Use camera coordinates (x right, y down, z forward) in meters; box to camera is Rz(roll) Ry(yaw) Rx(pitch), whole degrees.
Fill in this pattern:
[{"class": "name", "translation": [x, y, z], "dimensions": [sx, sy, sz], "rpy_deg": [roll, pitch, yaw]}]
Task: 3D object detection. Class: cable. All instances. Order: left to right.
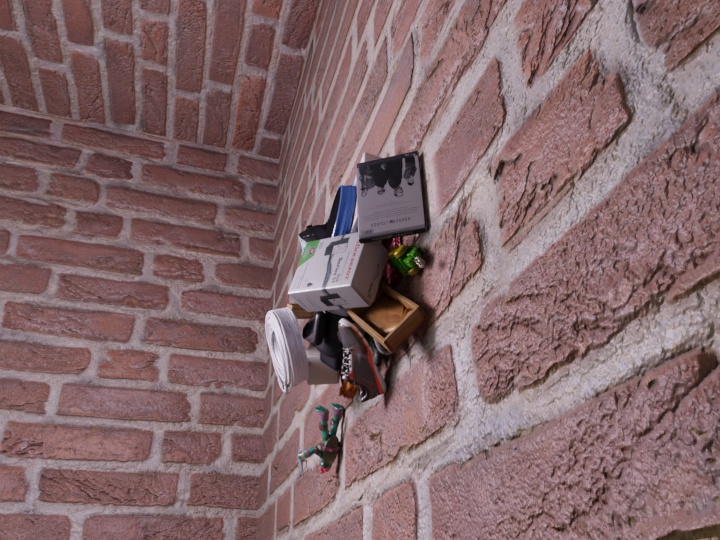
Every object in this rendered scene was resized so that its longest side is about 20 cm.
[{"class": "cable", "translation": [-0.190, 0.198, 1.516], "dimensions": [0.201, 0.067, 0.205], "rpy_deg": [115, 137, -59]}]

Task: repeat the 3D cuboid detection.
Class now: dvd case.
[{"class": "dvd case", "translation": [0.063, -0.160, 1.263], "dimensions": [0.025, 0.145, 0.206], "rpy_deg": [61, -157, -58]}]

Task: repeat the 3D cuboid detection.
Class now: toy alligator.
[{"class": "toy alligator", "translation": [0.107, -0.029, 1.204], "dimensions": [0.054, 0.060, 0.199], "rpy_deg": [-43, 10, -12]}]

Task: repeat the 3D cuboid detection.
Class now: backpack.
[{"class": "backpack", "translation": [-0.080, -0.059, 1.672], "dimensions": [0.199, 0.172, 0.156], "rpy_deg": [-156, 52, -69]}]

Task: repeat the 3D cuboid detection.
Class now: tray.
[{"class": "tray", "translation": [-0.100, 0.111, 1.607], "dimensions": [0.098, 0.193, 0.039], "rpy_deg": [-177, 87, -74]}, {"class": "tray", "translation": [0.051, 0.092, 1.211], "dimensions": [0.098, 0.037, 0.199], "rpy_deg": [-43, 25, -7]}]

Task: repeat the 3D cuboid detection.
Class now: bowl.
[{"class": "bowl", "translation": [-0.056, -0.114, 1.460], "dimensions": [0.200, 0.038, 0.208], "rpy_deg": [-167, 89, -80]}]

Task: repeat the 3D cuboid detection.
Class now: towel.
[{"class": "towel", "translation": [0.066, -0.042, 1.408], "dimensions": [0.145, 0.022, 0.206], "rpy_deg": [123, 150, -59]}]

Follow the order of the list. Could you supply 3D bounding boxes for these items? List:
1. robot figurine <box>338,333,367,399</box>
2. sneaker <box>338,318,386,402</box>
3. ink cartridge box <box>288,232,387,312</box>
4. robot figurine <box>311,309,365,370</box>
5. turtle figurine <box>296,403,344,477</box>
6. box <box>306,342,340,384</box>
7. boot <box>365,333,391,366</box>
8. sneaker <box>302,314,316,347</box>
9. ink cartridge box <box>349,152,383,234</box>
[{"class": "robot figurine", "translation": [-0.019, 0.221, 1.524], "dimensions": [0.145, 0.056, 0.207], "rpy_deg": [129, 145, -58]}, {"class": "sneaker", "translation": [-0.011, 0.207, 1.300], "dimensions": [0.205, 0.080, 0.077], "rpy_deg": [64, 164, -13]}, {"class": "ink cartridge box", "translation": [-0.050, 0.004, 1.302], "dimensions": [0.195, 0.083, 0.150], "rpy_deg": [-9, 51, 39]}, {"class": "robot figurine", "translation": [-0.044, 0.133, 1.402], "dimensions": [0.151, 0.120, 0.207], "rpy_deg": [-66, -14, -74]}, {"class": "turtle figurine", "translation": [-0.100, 0.484, 1.641], "dimensions": [0.149, 0.098, 0.207], "rpy_deg": [-1, -77, -65]}, {"class": "box", "translation": [-0.096, 0.237, 1.622], "dimensions": [0.200, 0.091, 0.081], "rpy_deg": [-75, -18, -75]}, {"class": "boot", "translation": [0.049, 0.164, 1.325], "dimensions": [0.202, 0.065, 0.135], "rpy_deg": [-102, 17, -62]}, {"class": "sneaker", "translation": [-0.059, 0.121, 1.507], "dimensions": [0.200, 0.087, 0.080], "rpy_deg": [-44, 27, -3]}, {"class": "ink cartridge box", "translation": [0.022, -0.163, 1.432], "dimensions": [0.204, 0.081, 0.147], "rpy_deg": [-88, 16, -45]}]
